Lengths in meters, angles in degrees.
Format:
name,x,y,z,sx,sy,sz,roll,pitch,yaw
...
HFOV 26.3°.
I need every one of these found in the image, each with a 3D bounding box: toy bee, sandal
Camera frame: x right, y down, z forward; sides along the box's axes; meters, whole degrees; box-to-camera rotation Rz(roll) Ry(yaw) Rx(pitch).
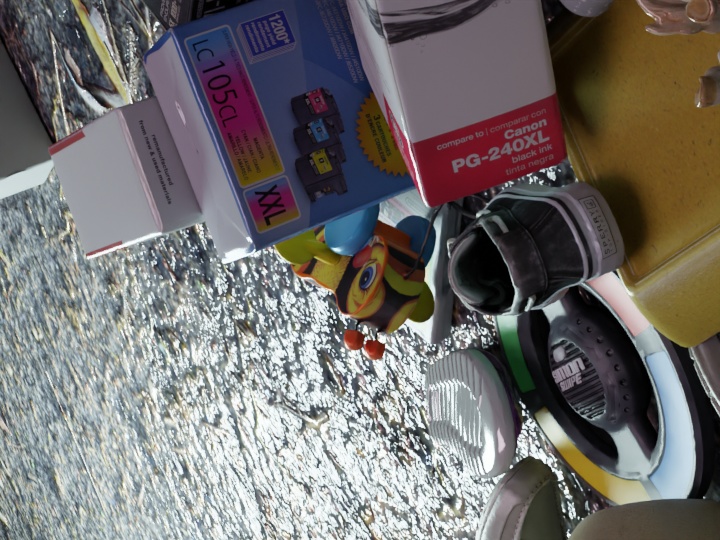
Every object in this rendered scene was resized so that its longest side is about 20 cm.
name,x,y,z,sx,sy,sz,roll,pitch,yaw
toy bee,0.000,0.000,1.014,0.131,0.109,0.200,23,170,-8
sandal,0.084,0.089,1.049,0.203,0.050,0.083,-165,69,-79

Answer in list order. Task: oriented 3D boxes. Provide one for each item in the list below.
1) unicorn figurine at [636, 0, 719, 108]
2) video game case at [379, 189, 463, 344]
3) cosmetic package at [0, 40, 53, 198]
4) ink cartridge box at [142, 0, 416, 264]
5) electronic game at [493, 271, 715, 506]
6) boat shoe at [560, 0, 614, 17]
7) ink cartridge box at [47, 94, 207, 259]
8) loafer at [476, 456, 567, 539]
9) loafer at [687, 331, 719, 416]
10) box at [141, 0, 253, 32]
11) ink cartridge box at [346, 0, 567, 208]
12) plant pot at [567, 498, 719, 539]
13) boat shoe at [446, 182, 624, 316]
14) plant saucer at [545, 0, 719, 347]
name,x,y,z,sx,sy,sz,roll,pitch,yaw
unicorn figurine,0.215,-0.076,0.626,0.200,0.137,0.074,54,138,27
video game case,0.003,-0.070,1.111,0.200,0.022,0.182,41,143,36
cosmetic package,-0.421,-0.177,1.663,0.200,0.107,0.085,65,152,5
ink cartridge box,-0.011,-0.105,0.923,0.076,0.200,0.137,-11,101,66
electronic game,0.143,0.060,0.935,0.200,0.042,0.200,49,153,35
boat shoe,0.088,-0.211,0.761,0.072,0.070,0.201,121,140,-50
ink cartridge box,-0.083,-0.083,1.017,0.144,0.200,0.084,-12,97,60
loafer,0.123,0.211,1.065,0.070,0.070,0.200,30,142,34
loafer,0.241,0.092,0.792,0.070,0.070,0.200,30,-158,-53
box,-0.047,-0.246,0.913,0.086,0.163,0.200,52,149,23
ink cartridge box,0.033,-0.158,0.772,0.145,0.083,0.200,-109,2,-49
plant pot,0.177,0.207,0.881,0.200,0.200,0.135,132,140,-60
boat shoe,0.080,-0.010,0.853,0.200,0.071,0.072,137,113,-79
plant saucer,0.161,-0.079,0.763,0.200,0.048,0.201,-43,65,55
